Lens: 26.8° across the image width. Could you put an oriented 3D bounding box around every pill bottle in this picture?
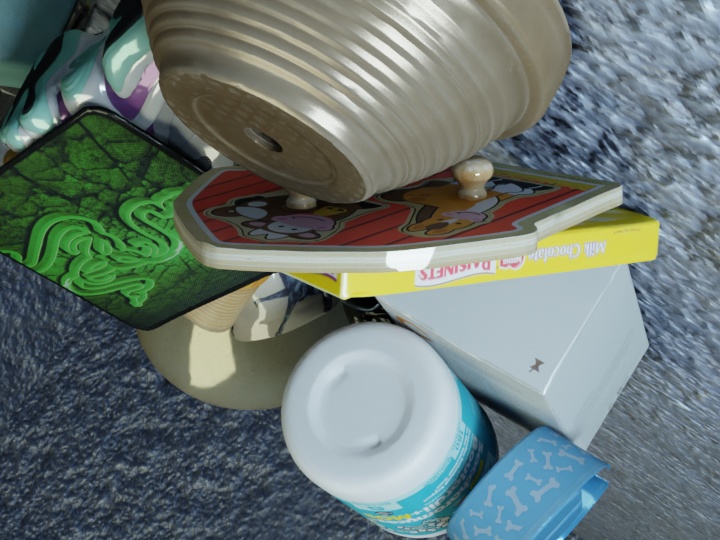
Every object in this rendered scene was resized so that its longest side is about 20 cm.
[{"bbox_3d":[0.029,0.113,0.996,0.110,0.111,0.200,29,172,25],"label":"pill bottle"}]

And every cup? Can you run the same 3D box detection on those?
[{"bbox_3d":[-0.090,-0.004,1.284,0.200,0.201,0.144,31,146,11],"label":"cup"}]

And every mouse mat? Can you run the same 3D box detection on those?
[{"bbox_3d":[-0.141,-0.023,0.893,0.161,0.008,0.200,32,147,-28],"label":"mouse mat"}]

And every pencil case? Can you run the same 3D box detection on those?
[{"bbox_3d":[-0.084,-0.045,1.025,0.089,0.078,0.201,4,121,53],"label":"pencil case"}]

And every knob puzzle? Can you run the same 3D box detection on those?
[{"bbox_3d":[-0.001,-0.039,0.714,0.218,0.031,0.220,0,-162,0],"label":"knob puzzle"}]

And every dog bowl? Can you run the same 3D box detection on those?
[{"bbox_3d":[0.108,0.158,0.992,0.050,0.112,0.200,43,175,16],"label":"dog bowl"}]

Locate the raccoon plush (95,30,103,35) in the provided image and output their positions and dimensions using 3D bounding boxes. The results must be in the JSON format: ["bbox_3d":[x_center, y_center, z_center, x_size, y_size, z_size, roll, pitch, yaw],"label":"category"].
[{"bbox_3d":[-0.135,-0.122,1.140,0.133,0.097,0.200,13,-173,35],"label":"raccoon plush"}]

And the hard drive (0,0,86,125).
[{"bbox_3d":[-0.299,-0.202,1.048,0.200,0.135,0.042,35,-157,-10],"label":"hard drive"}]

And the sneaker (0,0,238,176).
[{"bbox_3d":[-0.110,-0.080,0.853,0.140,0.078,0.200,36,150,-26],"label":"sneaker"}]

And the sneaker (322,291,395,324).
[{"bbox_3d":[0.003,0.000,0.979,0.060,0.104,0.201,2,125,12],"label":"sneaker"}]

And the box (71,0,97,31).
[{"bbox_3d":[-0.294,-0.233,1.131,0.199,0.040,0.137,34,173,-10],"label":"box"}]

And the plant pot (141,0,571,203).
[{"bbox_3d":[-0.019,-0.092,0.637,0.200,0.093,0.201,25,165,7],"label":"plant pot"}]

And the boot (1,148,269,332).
[{"bbox_3d":[-0.130,-0.063,0.952,0.201,0.071,0.144,35,131,9],"label":"boot"}]

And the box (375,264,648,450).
[{"bbox_3d":[0.103,0.033,0.975,0.124,0.098,0.200,30,172,21],"label":"box"}]

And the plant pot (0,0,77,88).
[{"bbox_3d":[-0.269,-0.198,0.925,0.199,0.142,0.141,25,174,-12],"label":"plant pot"}]

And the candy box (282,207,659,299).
[{"bbox_3d":[0.045,-0.018,0.763,0.199,0.027,0.102,-7,-161,-35],"label":"candy box"}]
